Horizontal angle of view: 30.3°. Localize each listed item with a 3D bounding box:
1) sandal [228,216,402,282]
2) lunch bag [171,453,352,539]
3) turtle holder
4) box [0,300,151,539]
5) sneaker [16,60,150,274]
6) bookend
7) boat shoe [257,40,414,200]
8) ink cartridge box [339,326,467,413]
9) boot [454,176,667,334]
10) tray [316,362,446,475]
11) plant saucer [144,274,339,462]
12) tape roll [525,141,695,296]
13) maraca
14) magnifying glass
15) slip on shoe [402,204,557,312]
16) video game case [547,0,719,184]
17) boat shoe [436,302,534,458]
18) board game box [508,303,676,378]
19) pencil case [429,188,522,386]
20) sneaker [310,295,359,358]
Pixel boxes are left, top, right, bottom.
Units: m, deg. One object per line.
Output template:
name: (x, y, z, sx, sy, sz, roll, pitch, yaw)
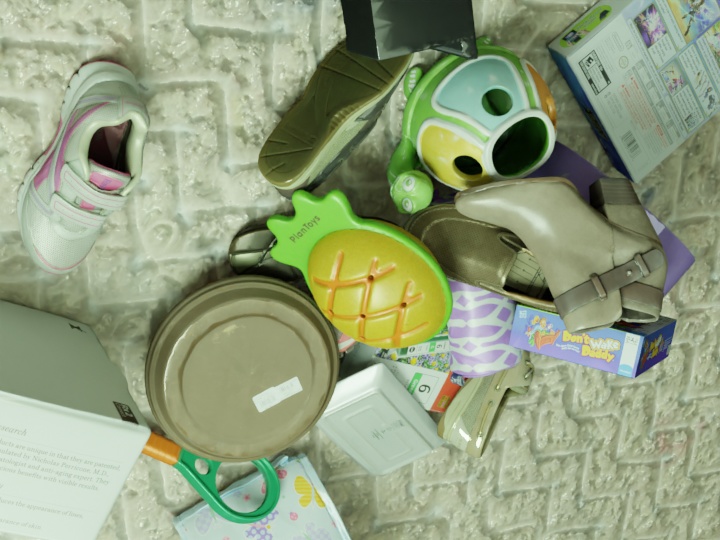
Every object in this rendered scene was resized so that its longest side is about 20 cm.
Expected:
sandal: (-0.038, -0.021, 1.360, 0.199, 0.055, 0.082, -2, 112, -12)
lunch bag: (-0.092, 0.320, 1.468, 0.169, 0.127, 0.200, -29, 99, -14)
turtle holder: (0.109, -0.142, 1.317, 0.185, 0.132, 0.141, -13, 122, -23)
box: (-0.322, 0.124, 1.184, 0.200, 0.199, 0.131, 20, 105, -35)
sneaker: (-0.245, -0.082, 1.182, 0.081, 0.088, 0.201, 10, 111, -33)
bookend: (-0.011, -0.271, 1.178, 0.198, 0.092, 0.201, -16, 111, -19)
boat shoe: (-0.020, -0.152, 1.287, 0.201, 0.072, 0.066, -50, 158, -11)
ink cartridge box: (0.084, 0.099, 1.489, 0.200, 0.050, 0.109, 16, 107, -34)
boot: (0.196, -0.012, 1.269, 0.199, 0.070, 0.147, -5, 77, -4)
tray: (0.019, 0.174, 1.470, 0.107, 0.022, 0.200, -27, 141, 10)
plant saucer: (-0.114, 0.103, 1.322, 0.199, 0.029, 0.201, -5, 109, -16)
tape roll: (0.250, -0.043, 1.408, 0.085, 0.200, 0.200, -49, 128, 3)
maraca: (0.000, 0.000, 1.289, 0.200, 0.107, 0.137, 39, 127, -12)
magnifying glass: (-0.173, 0.202, 1.386, 0.200, 0.080, 0.022, 29, 144, -21)
slip on shoe: (0.138, -0.008, 1.323, 0.199, 0.061, 0.076, 25, 100, -7)
video game case: (0.319, -0.224, 1.442, 0.181, 0.045, 0.200, -40, 128, -2)
boat shoe: (0.165, 0.118, 1.500, 0.200, 0.065, 0.072, -55, 159, -11)
board game box: (0.252, 0.066, 1.422, 0.200, 0.134, 0.045, -8, 111, -68)
pencil case: (0.117, 0.015, 1.403, 0.084, 0.085, 0.201, -15, 105, -26)
sneaker: (-0.075, 0.050, 1.361, 0.199, 0.074, 0.087, -17, 122, -20)
